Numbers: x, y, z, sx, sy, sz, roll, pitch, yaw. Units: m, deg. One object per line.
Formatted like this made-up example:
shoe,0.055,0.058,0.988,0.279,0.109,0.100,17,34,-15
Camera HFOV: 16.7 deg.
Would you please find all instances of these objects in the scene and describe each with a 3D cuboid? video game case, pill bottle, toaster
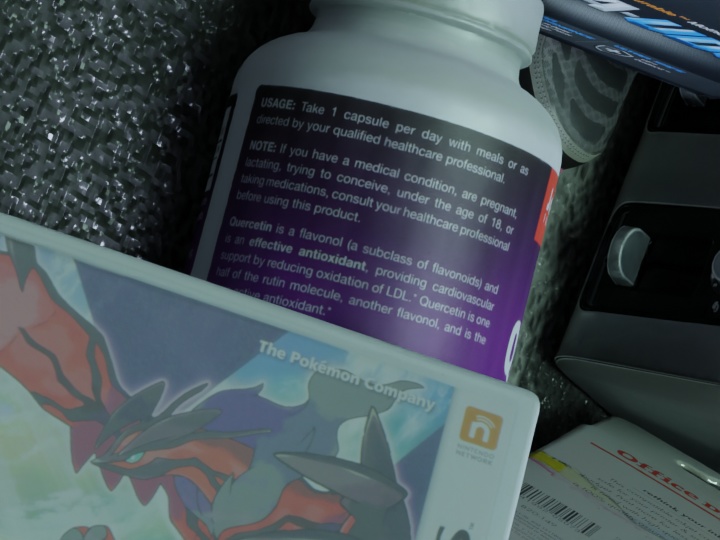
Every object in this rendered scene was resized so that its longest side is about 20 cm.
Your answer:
video game case,-0.062,0.086,0.687,0.200,0.023,0.182,18,64,-6
pill bottle,0.000,0.000,0.799,0.112,0.112,0.200,22,81,-50
toaster,0.190,-0.002,1.020,0.200,0.119,0.181,38,69,-46

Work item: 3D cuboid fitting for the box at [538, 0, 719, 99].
box,0.092,-0.105,0.797,0.200,0.159,0.046,18,85,-30

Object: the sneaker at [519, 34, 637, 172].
sneaker,0.116,-0.126,0.932,0.074,0.087,0.200,44,64,-45

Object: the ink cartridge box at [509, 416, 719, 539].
ink cartridge box,0.099,0.122,0.906,0.068,0.116,0.200,-64,162,17
